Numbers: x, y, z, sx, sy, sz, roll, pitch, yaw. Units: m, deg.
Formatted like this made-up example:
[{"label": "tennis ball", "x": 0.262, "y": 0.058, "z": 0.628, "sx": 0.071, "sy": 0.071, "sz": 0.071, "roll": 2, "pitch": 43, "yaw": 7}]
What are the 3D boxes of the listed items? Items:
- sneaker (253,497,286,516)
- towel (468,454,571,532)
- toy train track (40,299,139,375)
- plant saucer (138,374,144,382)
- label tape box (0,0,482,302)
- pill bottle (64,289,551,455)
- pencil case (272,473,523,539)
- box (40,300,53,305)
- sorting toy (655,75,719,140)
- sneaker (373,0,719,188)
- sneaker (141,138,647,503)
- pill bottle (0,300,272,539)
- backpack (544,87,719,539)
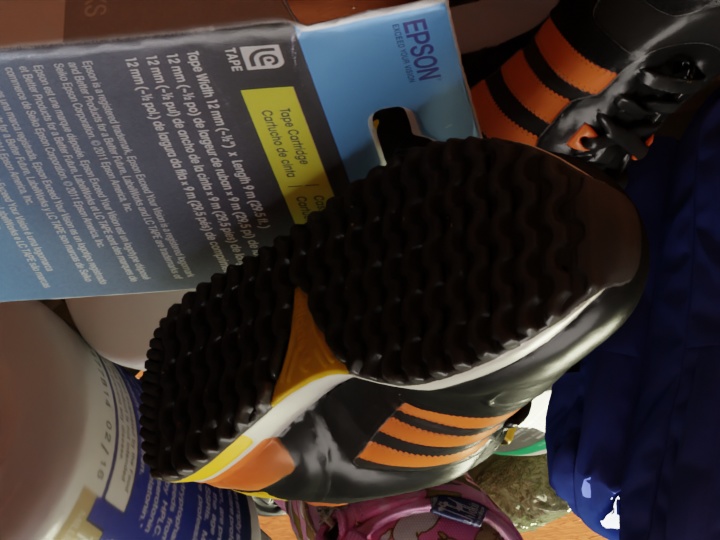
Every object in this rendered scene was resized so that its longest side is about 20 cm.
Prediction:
[{"label": "sneaker", "x": 0.007, "y": 0.055, "z": 1.410, "sx": 0.200, "sy": 0.072, "sz": 0.083, "roll": -8, "pitch": -147, "yaw": -24}, {"label": "towel", "x": 0.111, "y": 0.055, "z": 1.252, "sx": 0.200, "sy": 0.037, "sz": 0.148, "roll": -35, "pitch": -177, "yaw": -31}, {"label": "toy train track", "x": -0.097, "y": 0.000, "z": 1.098, "sx": 0.033, "sy": 0.115, "sz": 0.200, "roll": 38, "pitch": 161, "yaw": 22}, {"label": "plant saucer", "x": -0.079, "y": 0.062, "z": 1.252, "sx": 0.200, "sy": 0.029, "sz": 0.200, "roll": -43, "pitch": 176, "yaw": -3}, {"label": "label tape box", "x": -0.063, "y": -0.053, "z": 0.877, "sx": 0.200, "sy": 0.066, "sz": 0.143, "roll": -6, "pitch": 151, "yaw": 9}, {"label": "pill bottle", "x": 0.000, "y": 0.000, "z": 1.052, "sx": 0.200, "sy": 0.113, "sz": 0.113, "roll": 13, "pitch": 160, "yaw": -43}, {"label": "pencil case", "x": 0.006, "y": 0.090, "z": 1.145, "sx": 0.083, "sy": 0.087, "sz": 0.200, "roll": -10, "pitch": -162, "yaw": -8}, {"label": "box", "x": -0.153, "y": 0.027, "z": 1.123, "sx": 0.036, "sy": 0.143, "sz": 0.200, "roll": 39, "pitch": -179, "yaw": 24}, {"label": "sorting toy", "x": 0.174, "y": -0.050, "z": 1.028, "sx": 0.200, "sy": 0.037, "sz": 0.185, "roll": -3, "pitch": 163, "yaw": 27}, {"label": "sneaker", "x": 0.072, "y": -0.048, "z": 0.914, "sx": 0.070, "sy": 0.090, "sz": 0.200, "roll": 9, "pitch": 163, "yaw": -37}, {"label": "sneaker", "x": 0.025, "y": 0.020, "z": 0.864, "sx": 0.090, "sy": 0.070, "sz": 0.200, "roll": 18, "pitch": 151, "yaw": -36}, {"label": "pill bottle", "x": -0.105, "y": 0.095, "z": 1.071, "sx": 0.120, "sy": 0.120, "sz": 0.200, "roll": -8, "pitch": 153, "yaw": 24}, {"label": "backpack", "x": 0.149, "y": 0.056, "z": 0.973, "sx": 0.168, "sy": 0.200, "sz": 0.162, "roll": -4, "pitch": 163, "yaw": 27}]
